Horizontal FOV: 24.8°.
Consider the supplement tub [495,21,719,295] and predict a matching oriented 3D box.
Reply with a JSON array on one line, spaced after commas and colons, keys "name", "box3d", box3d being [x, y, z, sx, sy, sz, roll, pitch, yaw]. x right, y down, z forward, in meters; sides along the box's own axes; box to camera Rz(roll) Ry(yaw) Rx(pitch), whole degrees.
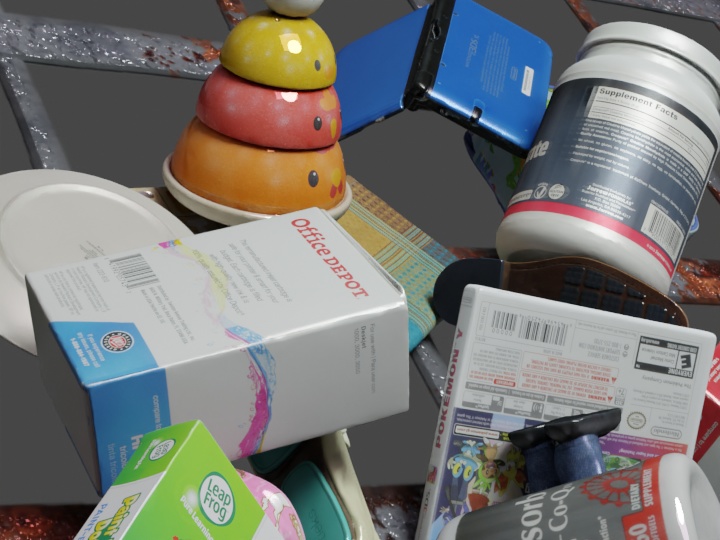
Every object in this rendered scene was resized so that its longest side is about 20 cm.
[{"name": "supplement tub", "box3d": [0.200, -0.077, 1.283, 0.140, 0.140, 0.201, 26, 72, -7]}]

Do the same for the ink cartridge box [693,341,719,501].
[{"name": "ink cartridge box", "box3d": [0.336, 0.147, 1.271, 0.200, 0.084, 0.144, 39, 34, 14]}]

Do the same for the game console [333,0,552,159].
[{"name": "game console", "box3d": [0.062, -0.149, 1.417, 0.170, 0.119, 0.200, 28, 35, -8]}]

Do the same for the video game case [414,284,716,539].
[{"name": "video game case", "box3d": [0.140, 0.115, 1.102, 0.199, 0.183, 0.023, 11, 0, -27]}]

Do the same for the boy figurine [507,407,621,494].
[{"name": "boy figurine", "box3d": [0.151, 0.189, 1.026, 0.064, 0.124, 0.201, -9, 81, -33]}]

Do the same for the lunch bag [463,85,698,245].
[{"name": "lunch bag", "box3d": [0.196, -0.077, 1.452, 0.160, 0.083, 0.200, 0, 44, -35]}]

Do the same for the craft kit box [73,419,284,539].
[{"name": "craft kit box", "box3d": [-0.081, 0.212, 0.804, 0.200, 0.048, 0.198, 57, 33, -21]}]

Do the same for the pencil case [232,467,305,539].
[{"name": "pencil case", "box3d": [-0.104, 0.185, 0.891, 0.082, 0.087, 0.200, 20, 32, 18]}]

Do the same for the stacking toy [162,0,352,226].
[{"name": "stacking toy", "box3d": [-0.064, -0.140, 1.205, 0.145, 0.201, 0.146, 9, 25, -4]}]

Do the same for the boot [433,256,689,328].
[{"name": "boot", "box3d": [0.163, 0.030, 1.231, 0.199, 0.075, 0.097, 12, -2, 30]}]

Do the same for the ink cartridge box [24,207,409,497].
[{"name": "ink cartridge box", "box3d": [-0.086, 0.043, 0.994, 0.199, 0.085, 0.145, -15, 31, -19]}]

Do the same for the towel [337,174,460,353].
[{"name": "towel", "box3d": [0.000, 0.000, 1.254, 0.146, 0.022, 0.200, 38, 30, 8]}]

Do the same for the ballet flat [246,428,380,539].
[{"name": "ballet flat", "box3d": [-0.030, 0.128, 1.047, 0.069, 0.070, 0.201, 8, 42, -30]}]

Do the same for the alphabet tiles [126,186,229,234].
[{"name": "alphabet tiles", "box3d": [-0.114, -0.003, 1.191, 0.199, 0.008, 0.167, -6, 48, -41]}]

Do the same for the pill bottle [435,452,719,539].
[{"name": "pill bottle", "box3d": [0.110, 0.185, 0.936, 0.116, 0.199, 0.116, 53, 26, -40]}]

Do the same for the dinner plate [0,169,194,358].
[{"name": "dinner plate", "box3d": [-0.184, -0.008, 1.118, 0.199, 0.024, 0.201, 17, 39, -14]}]
